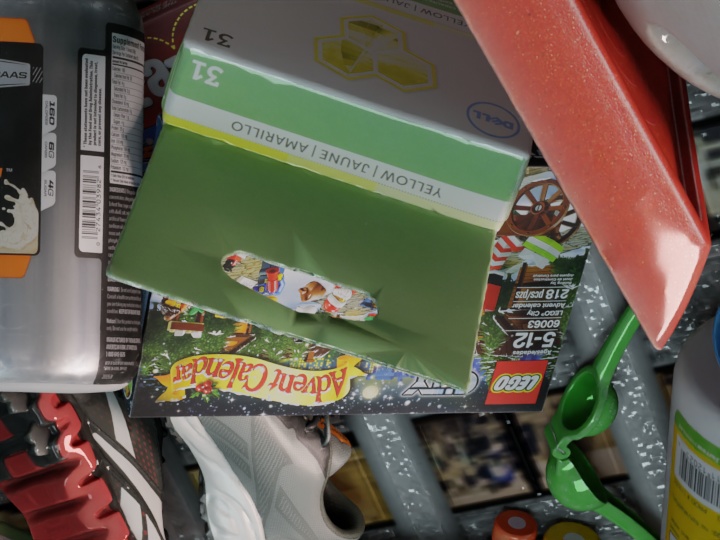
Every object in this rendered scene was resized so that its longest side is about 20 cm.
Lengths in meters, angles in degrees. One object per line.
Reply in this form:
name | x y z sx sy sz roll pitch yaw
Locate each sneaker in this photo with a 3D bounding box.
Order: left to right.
sneaker | -0.124 0.116 1.163 0.071 0.098 0.201 -16 106 35
sneaker | -0.052 0.065 1.146 0.079 0.074 0.201 -13 127 7

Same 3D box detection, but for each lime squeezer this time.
lime squeezer | 0.122 0.078 1.135 0.070 0.038 0.201 1 124 10

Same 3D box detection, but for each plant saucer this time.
plant saucer | 0.082 -0.100 0.922 0.037 0.200 0.200 -24 117 16

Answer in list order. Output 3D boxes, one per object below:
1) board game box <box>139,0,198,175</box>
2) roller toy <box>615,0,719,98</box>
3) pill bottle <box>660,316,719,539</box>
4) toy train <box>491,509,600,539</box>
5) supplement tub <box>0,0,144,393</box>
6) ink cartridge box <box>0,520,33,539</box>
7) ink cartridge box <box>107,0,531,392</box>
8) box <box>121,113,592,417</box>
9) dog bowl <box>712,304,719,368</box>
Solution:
board game box | -0.067 -0.077 1.076 0.200 0.019 0.103 -21 117 23
roller toy | 0.183 -0.146 0.879 0.182 0.140 0.201 -23 108 -14
pill bottle | 0.195 0.124 1.107 0.111 0.111 0.201 5 125 8
toy train | 0.105 0.214 1.221 0.150 0.056 0.200 -35 112 29
supplement tub | -0.152 -0.049 1.004 0.122 0.123 0.201 0 87 11
ink cartridge box | -0.183 0.227 1.171 0.048 0.201 0.146 -3 164 13
ink cartridge box | -0.007 -0.050 0.939 0.145 0.200 0.048 18 125 -3
box | 0.000 0.000 1.053 0.199 0.038 0.137 0 125 -19
dog bowl | 0.246 0.052 0.988 0.199 0.112 0.050 7 131 14
